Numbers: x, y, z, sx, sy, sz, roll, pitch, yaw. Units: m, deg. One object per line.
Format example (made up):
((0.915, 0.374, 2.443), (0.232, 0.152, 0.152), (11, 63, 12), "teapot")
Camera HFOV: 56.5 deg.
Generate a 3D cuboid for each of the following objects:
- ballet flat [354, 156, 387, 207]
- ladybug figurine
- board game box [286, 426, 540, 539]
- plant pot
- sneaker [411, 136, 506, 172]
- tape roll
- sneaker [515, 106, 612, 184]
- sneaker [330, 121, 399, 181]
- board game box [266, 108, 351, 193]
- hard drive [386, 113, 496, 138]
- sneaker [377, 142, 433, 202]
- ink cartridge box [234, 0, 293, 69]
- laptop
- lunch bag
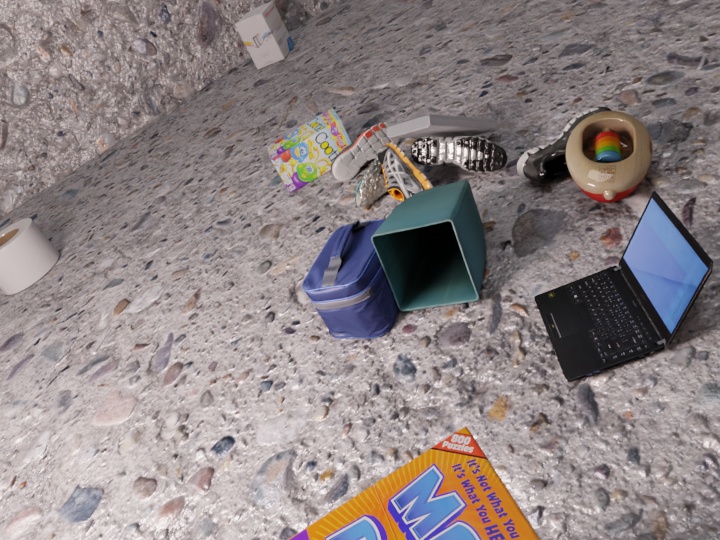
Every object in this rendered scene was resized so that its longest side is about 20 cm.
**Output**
((0.049, -0.209, 1.460), (0.070, 0.073, 0.202), (-6, 39, 33), "ballet flat")
((0.405, -0.180, 1.096), (0.132, 0.073, 0.203), (3, 48, 22), "ladybug figurine")
((0.079, 0.309, 0.561), (0.197, 0.202, 0.201), (-31, 32, -2), "board game box")
((0.132, -0.058, 1.108), (0.138, 0.144, 0.201), (-9, 29, 29), "plant pot")
((0.206, -0.239, 1.350), (0.196, 0.068, 0.090), (10, 17, 28), "sneaker")
((-1.058, -0.044, 2.070), (0.199, 0.141, 0.205), (-22, 31, 14), "tape roll")
((0.379, -0.214, 1.193), (0.198, 0.067, 0.091), (-33, 34, 2), "sneaker")
((0.004, -0.296, 1.611), (0.198, 0.078, 0.082), (-35, 25, -9), "sneaker")
((-0.123, -0.303, 1.694), (0.197, 0.106, 0.104), (-30, 31, 1), "board game box")
((0.169, -0.295, 1.391), (0.196, 0.027, 0.130), (-7, 3, -38), "hard drive")
((0.079, -0.190, 1.370), (0.077, 0.078, 0.201), (-39, 46, 3), "sneaker")
((-0.397, -0.979, 2.788), (0.141, 0.203, 0.149), (-11, 34, 26), "ink cartridge box")
((0.326, 0.018, 0.865), (0.196, 0.105, 0.179), (-22, 31, 13), "laptop")
((0.000, 0.000, 1.134), (0.133, 0.134, 0.202), (-7, 38, 32), "lunch bag")
